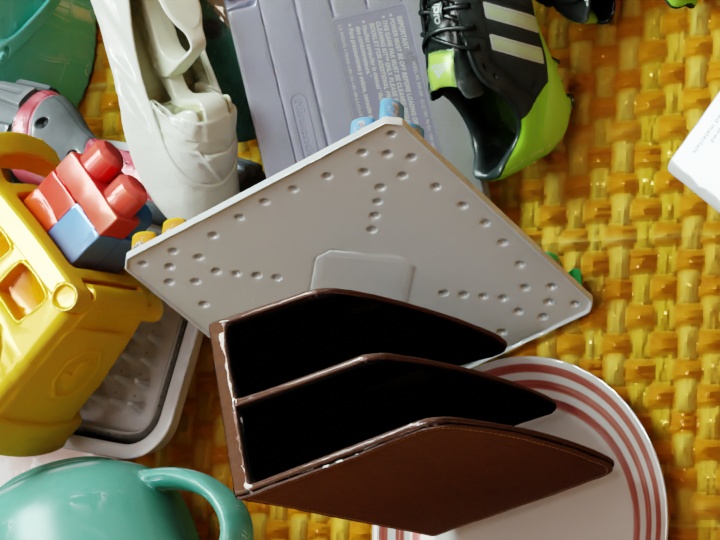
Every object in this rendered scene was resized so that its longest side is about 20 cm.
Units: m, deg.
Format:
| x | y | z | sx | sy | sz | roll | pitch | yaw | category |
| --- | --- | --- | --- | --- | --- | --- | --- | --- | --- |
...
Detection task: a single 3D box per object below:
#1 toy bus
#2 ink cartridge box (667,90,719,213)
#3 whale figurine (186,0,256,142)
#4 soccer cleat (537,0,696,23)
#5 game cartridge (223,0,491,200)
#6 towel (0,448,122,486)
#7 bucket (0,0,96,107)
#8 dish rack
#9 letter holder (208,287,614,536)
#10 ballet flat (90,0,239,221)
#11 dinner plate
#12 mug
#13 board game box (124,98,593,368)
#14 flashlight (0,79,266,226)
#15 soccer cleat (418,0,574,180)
| x | y | z | sx | sy | sz | roll | pitch | yaw | category |
| --- | --- | --- | --- | --- | --- | --- | --- | --- | --- |
| -0.214 | -0.017 | 1.748 | 0.192 | 0.136 | 0.200 | -48 | 66 | 18 | toy bus |
| 0.280 | -0.016 | 1.505 | 0.200 | 0.146 | 0.084 | 43 | 103 | 31 | ink cartridge box |
| -0.115 | -0.163 | 1.791 | 0.104 | 0.159 | 0.200 | -41 | 79 | 0 | whale figurine |
| 0.110 | -0.186 | 1.697 | 0.199 | 0.067 | 0.082 | 3 | 97 | 35 | soccer cleat |
| 0.000 | -0.092 | 1.709 | 0.129 | 0.038 | 0.201 | -13 | 98 | -2 | game cartridge |
| -0.249 | 0.111 | 1.909 | 0.200 | 0.032 | 0.191 | -51 | 58 | 16 | towel |
| -0.284 | -0.162 | 1.922 | 0.206 | 0.135 | 0.209 | -7 | 78 | 32 | bucket |
| -0.164 | 0.019 | 1.840 | 0.171 | 0.044 | 0.201 | 9 | 76 | 27 | dish rack |
| 0.036 | 0.071 | 1.593 | 0.142 | 0.200 | 0.101 | -20 | 69 | 29 | letter holder |
| -0.109 | -0.112 | 1.688 | 0.069 | 0.069 | 0.201 | -14 | 98 | 31 | ballet flat |
| 0.094 | 0.150 | 1.673 | 0.199 | 0.024 | 0.201 | -7 | 77 | 32 | dinner plate |
| -0.158 | 0.179 | 1.770 | 0.184 | 0.152 | 0.115 | -17 | 66 | -6 | mug |
| 0.000 | 0.000 | 1.669 | 0.199 | 0.200 | 0.026 | -27 | 43 | 27 | board game box |
| -0.147 | -0.067 | 1.799 | 0.199 | 0.068 | 0.068 | 16 | 70 | 29 | flashlight |
| 0.063 | -0.146 | 1.655 | 0.067 | 0.081 | 0.201 | -1 | 121 | 45 | soccer cleat |
